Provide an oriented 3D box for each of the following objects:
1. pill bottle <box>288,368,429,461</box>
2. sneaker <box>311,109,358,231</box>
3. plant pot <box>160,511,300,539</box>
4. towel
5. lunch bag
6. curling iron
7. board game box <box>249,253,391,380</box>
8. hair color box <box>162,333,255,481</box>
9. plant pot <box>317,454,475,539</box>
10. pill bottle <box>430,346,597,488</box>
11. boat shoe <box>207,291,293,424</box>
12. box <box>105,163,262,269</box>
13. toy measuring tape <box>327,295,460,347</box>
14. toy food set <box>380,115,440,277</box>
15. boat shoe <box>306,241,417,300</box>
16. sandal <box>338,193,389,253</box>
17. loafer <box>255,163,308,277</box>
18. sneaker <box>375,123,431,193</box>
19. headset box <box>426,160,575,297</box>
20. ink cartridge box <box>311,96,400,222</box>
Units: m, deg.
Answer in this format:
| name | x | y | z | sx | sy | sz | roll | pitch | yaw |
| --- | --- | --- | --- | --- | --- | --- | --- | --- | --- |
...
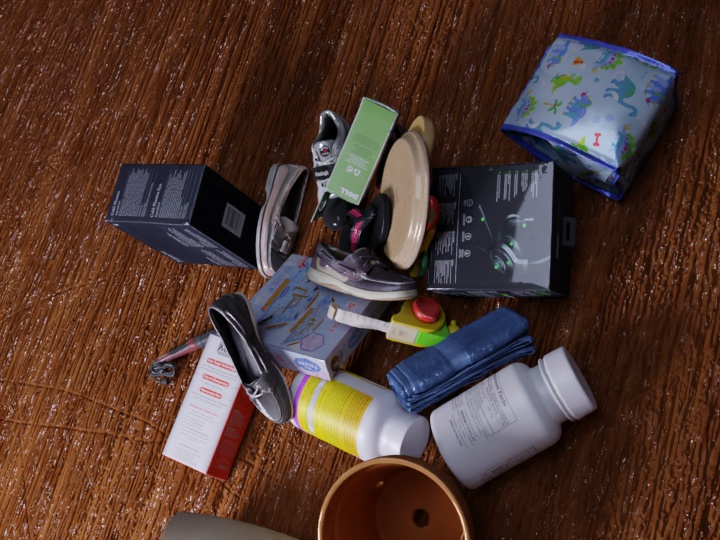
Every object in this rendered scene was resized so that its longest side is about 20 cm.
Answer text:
| name | x | y | z | sx | sy | sz | roll | pitch | yaw |
| --- | --- | --- | --- | --- | --- | --- | --- | --- | --- |
| pill bottle | -0.002 | 0.206 | 1.376 | 0.197 | 0.104 | 0.106 | 19 | 79 | 35 |
| sneaker | -0.050 | -0.165 | 1.576 | 0.073 | 0.088 | 0.204 | -12 | 65 | 23 |
| plant pot | -0.158 | 0.429 | 1.339 | 0.195 | 0.188 | 0.191 | -3 | 66 | 13 |
| towel | 0.135 | 0.121 | 1.319 | 0.197 | 0.049 | 0.112 | -29 | 16 | -5 |
| lunch bag | 0.318 | -0.223 | 1.361 | 0.198 | 0.128 | 0.172 | 30 | 82 | 24 |
| curling iron | -0.266 | 0.130 | 1.611 | 0.198 | 0.026 | 0.050 | -31 | 78 | 9 |
| board game box | -0.075 | 0.064 | 1.460 | 0.196 | 0.042 | 0.200 | 11 | 44 | 33 |
| hair color box | -0.223 | 0.213 | 1.526 | 0.100 | 0.061 | 0.204 | 14 | 78 | 33 |
| plant pot | 0.061 | 0.330 | 1.241 | 0.196 | 0.140 | 0.205 | -1 | 89 | 21 |
| pill bottle | 0.199 | 0.187 | 1.262 | 0.198 | 0.114 | 0.116 | -32 | 57 | 14 |
| boat shoe | -0.160 | 0.130 | 1.380 | 0.066 | 0.057 | 0.203 | -26 | 86 | 41 |
| box | -0.280 | -0.089 | 1.604 | 0.179 | 0.200 | 0.106 | 4 | 72 | 30 |
| toy measuring tape | 0.052 | 0.062 | 1.393 | 0.196 | 0.074 | 0.075 | 14 | 72 | -6 |
| toy food set | 0.070 | -0.100 | 1.382 | 0.048 | 0.200 | 0.203 | 3 | 48 | -15 |
| boat shoe | 0.000 | 0.000 | 1.401 | 0.198 | 0.071 | 0.066 | 13 | 101 | 44 |
| sandal | -0.006 | -0.057 | 1.459 | 0.200 | 0.044 | 0.077 | 143 | 130 | -62 |
| loafer | -0.127 | -0.088 | 1.599 | 0.062 | 0.072 | 0.204 | -4 | 64 | 20 |
| sneaker | 0.070 | -0.132 | 1.516 | 0.087 | 0.074 | 0.202 | -44 | 46 | 29 |
| headset box | 0.200 | -0.054 | 1.358 | 0.196 | 0.092 | 0.178 | -2 | 82 | 30 |
| ink cartridge box | -0.005 | -0.158 | 1.477 | 0.058 | 0.104 | 0.203 | 24 | 100 | 1 |
